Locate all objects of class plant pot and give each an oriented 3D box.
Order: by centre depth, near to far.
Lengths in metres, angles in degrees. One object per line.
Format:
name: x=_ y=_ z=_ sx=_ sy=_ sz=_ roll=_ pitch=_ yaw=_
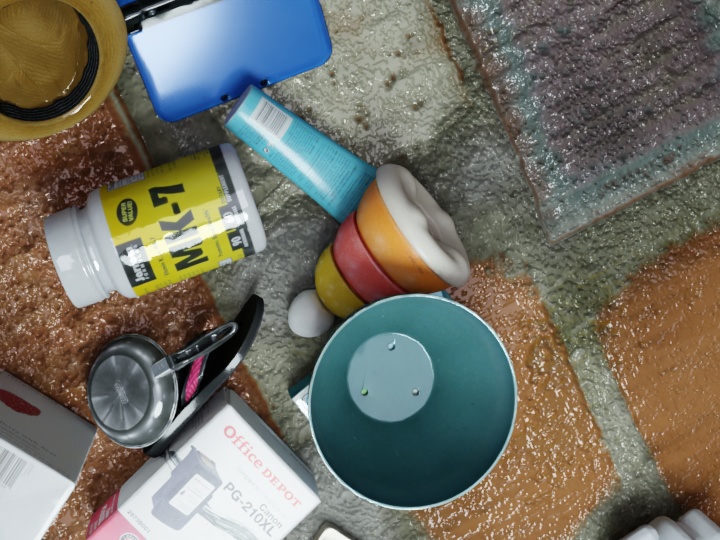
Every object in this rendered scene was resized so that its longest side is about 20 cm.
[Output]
plant pot: x=0.041 y=0.117 z=1.033 sx=0.197 sy=0.135 sz=0.203 roll=-1 pitch=94 yaw=-8

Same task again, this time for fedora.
fedora: x=-0.317 y=-0.216 z=0.984 sx=0.200 sy=0.201 sz=0.082 roll=-37 pitch=58 yaw=-4

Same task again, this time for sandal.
sandal: x=-0.169 y=0.103 z=1.077 sx=0.045 sy=0.075 sz=0.201 roll=39 pitch=91 yaw=-18

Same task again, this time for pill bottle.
pill bottle: x=-0.202 y=-0.041 z=1.040 sx=0.198 sy=0.114 sz=0.115 roll=-21 pitch=98 yaw=-6

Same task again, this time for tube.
tube: x=-0.048 y=-0.113 z=1.094 sx=0.199 sy=0.050 sz=0.078 roll=36 pitch=101 yaw=-16

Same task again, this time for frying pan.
frying pan: x=-0.203 y=0.118 z=1.050 sx=0.188 sy=0.031 sz=0.116 roll=-8 pitch=85 yaw=27

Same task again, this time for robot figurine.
robot figurine: x=0.322 y=0.354 z=1.158 sx=0.199 sy=0.113 sz=0.170 roll=-35 pitch=113 yaw=-5

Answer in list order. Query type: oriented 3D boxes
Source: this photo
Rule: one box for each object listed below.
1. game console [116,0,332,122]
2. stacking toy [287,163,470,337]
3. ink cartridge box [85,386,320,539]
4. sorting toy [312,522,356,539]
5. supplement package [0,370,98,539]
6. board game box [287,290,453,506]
game console: x=-0.151 y=-0.280 z=1.075 sx=0.198 sy=0.119 sz=0.172 roll=-22 pitch=67 yaw=-7
stacking toy: x=0.000 y=0.000 z=1.080 sx=0.199 sy=0.146 sz=0.147 roll=-35 pitch=100 yaw=17
ink cartridge box: x=-0.160 y=0.245 z=1.086 sx=0.200 sy=0.084 sz=0.145 roll=-44 pitch=100 yaw=-3
sorting toy: x=-0.010 y=0.416 z=1.133 sx=0.198 sy=0.070 sz=0.201 roll=35 pitch=89 yaw=-10
supplement package: x=-0.339 y=0.191 z=0.994 sx=0.121 sy=0.200 sz=0.120 roll=33 pitch=90 yaw=-10
board game box: x=0.046 y=0.128 z=1.128 sx=0.199 sy=0.047 sz=0.151 roll=-39 pitch=100 yaw=-4
